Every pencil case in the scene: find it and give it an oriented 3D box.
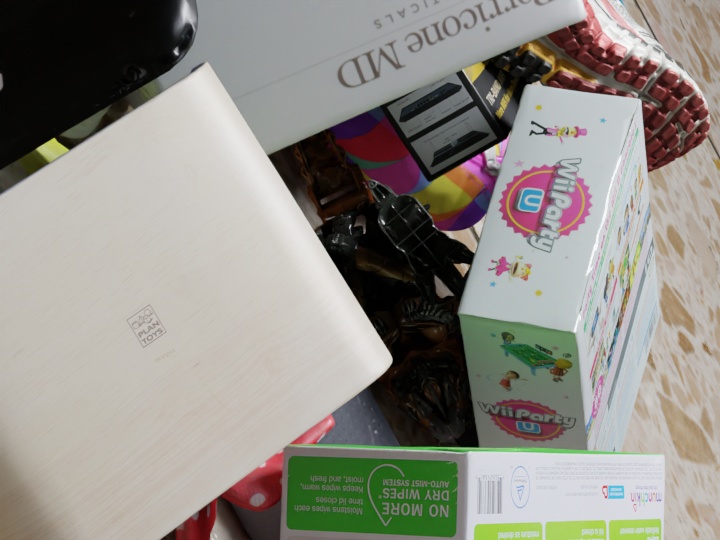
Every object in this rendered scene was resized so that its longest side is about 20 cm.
[{"bbox_3d":[0.010,-0.092,1.570,0.200,0.088,0.088,33,35,-47],"label":"pencil case"}]

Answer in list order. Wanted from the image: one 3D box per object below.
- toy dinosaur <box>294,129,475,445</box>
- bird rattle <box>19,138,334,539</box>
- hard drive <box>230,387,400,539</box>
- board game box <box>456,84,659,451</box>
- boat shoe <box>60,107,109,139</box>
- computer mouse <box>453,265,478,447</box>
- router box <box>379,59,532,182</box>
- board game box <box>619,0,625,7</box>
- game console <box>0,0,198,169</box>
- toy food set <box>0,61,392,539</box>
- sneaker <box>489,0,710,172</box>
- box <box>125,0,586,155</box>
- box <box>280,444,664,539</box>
[{"bbox_3d":[0.000,0.000,1.470,0.200,0.102,0.136,44,4,0],"label":"toy dinosaur"},{"bbox_3d":[-0.108,0.034,1.178,0.163,0.113,0.200,-24,105,-52],"label":"bird rattle"},{"bbox_3d":[-0.021,0.093,1.333,0.200,0.042,0.135,60,21,-7],"label":"hard drive"},{"bbox_3d":[0.106,0.023,1.463,0.200,0.064,0.148,79,24,-54],"label":"board game box"},{"bbox_3d":[-0.163,-0.137,1.253,0.200,0.069,0.071,47,24,-36],"label":"boat shoe"},{"bbox_3d":[0.080,0.021,1.582,0.139,0.053,0.200,79,26,-53],"label":"computer mouse"},{"bbox_3d":[0.032,-0.154,1.516,0.157,0.052,0.200,56,21,-13],"label":"router box"},{"bbox_3d":[0.093,-0.214,1.646,0.152,0.045,0.200,59,5,11],"label":"board game box"},{"bbox_3d":[-0.125,-0.081,1.088,0.116,0.200,0.176,38,31,-45],"label":"game console"},{"bbox_3d":[-0.096,0.025,1.102,0.200,0.060,0.144,-36,99,-30],"label":"toy food set"},{"bbox_3d":[0.119,-0.125,1.495,0.200,0.078,0.082,45,26,-37],"label":"sneaker"},{"bbox_3d":[-0.035,-0.168,1.293,0.200,0.199,0.171,-129,-164,-70],"label":"box"},{"bbox_3d":[0.054,0.165,1.234,0.200,0.097,0.177,6,86,-60],"label":"box"}]
